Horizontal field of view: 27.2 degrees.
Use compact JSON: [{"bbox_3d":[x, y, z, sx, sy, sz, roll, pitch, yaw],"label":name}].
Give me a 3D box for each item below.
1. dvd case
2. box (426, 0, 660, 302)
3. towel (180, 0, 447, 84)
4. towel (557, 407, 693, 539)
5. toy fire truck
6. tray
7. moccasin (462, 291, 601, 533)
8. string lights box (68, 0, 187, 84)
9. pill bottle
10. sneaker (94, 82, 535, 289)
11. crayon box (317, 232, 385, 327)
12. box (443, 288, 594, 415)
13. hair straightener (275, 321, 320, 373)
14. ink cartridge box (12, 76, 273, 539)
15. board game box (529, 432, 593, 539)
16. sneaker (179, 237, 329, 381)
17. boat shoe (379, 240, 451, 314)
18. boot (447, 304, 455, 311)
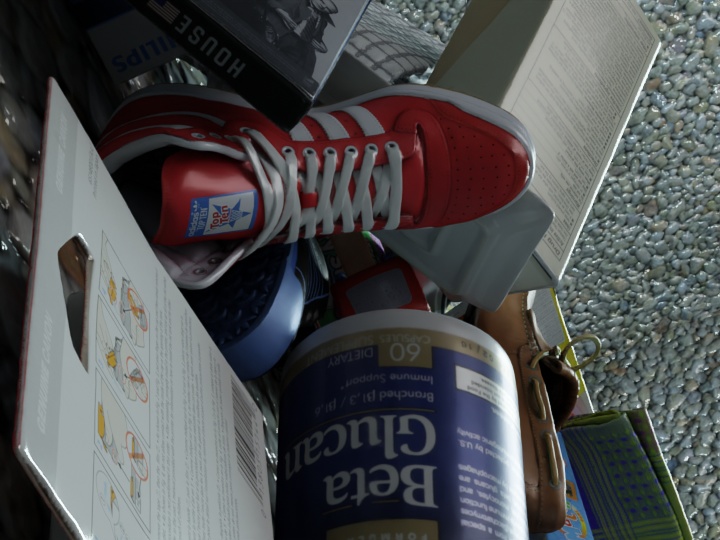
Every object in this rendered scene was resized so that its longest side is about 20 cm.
[{"bbox_3d":[-0.064,-0.153,0.676,0.150,0.025,0.200,39,27,-10],"label":"dvd case"},{"bbox_3d":[0.091,-0.087,0.840,0.095,0.078,0.200,50,50,-27],"label":"box"},{"bbox_3d":[-0.024,-0.129,0.924,0.165,0.086,0.200,36,16,17],"label":"towel"},{"bbox_3d":[0.104,0.163,0.906,0.023,0.199,0.144,-33,104,-54],"label":"towel"},{"bbox_3d":[0.000,0.000,0.861,0.200,0.049,0.141,95,-29,-85],"label":"toy fire truck"},{"bbox_3d":[-0.001,-0.057,0.748,0.200,0.022,0.107,38,-29,9],"label":"tray"},{"bbox_3d":[0.087,0.066,0.804,0.202,0.077,0.074,-79,176,-63],"label":"moccasin"},{"bbox_3d":[-0.142,-0.206,0.754,0.103,0.059,0.200,-95,160,-63],"label":"string lights box"},{"bbox_3d":[0.018,0.126,0.636,0.111,0.111,0.201,57,25,-47],"label":"pill bottle"},{"bbox_3d":[-0.024,-0.038,0.650,0.113,0.199,0.072,-74,165,-67],"label":"sneaker"},{"bbox_3d":[-0.013,-0.013,1.055,0.173,0.058,0.201,-45,111,-80],"label":"crayon box"},{"bbox_3d":[0.102,0.115,0.982,0.048,0.117,0.201,6,-58,56],"label":"box"},{"bbox_3d":[-0.025,0.049,0.869,0.077,0.041,0.201,51,17,-63],"label":"hair straightener"},{"bbox_3d":[-0.079,0.059,0.484,0.200,0.045,0.177,-102,167,-55],"label":"ink cartridge box"},{"bbox_3d":[0.076,0.194,0.794,0.036,0.152,0.200,21,23,-14],"label":"board game box"},{"bbox_3d":[-0.046,0.010,0.744,0.078,0.070,0.200,57,11,-25],"label":"sneaker"},{"bbox_3d":[0.056,-0.009,0.961,0.200,0.071,0.072,107,-41,-85],"label":"boat shoe"},{"bbox_3d":[0.101,0.137,1.323,0.200,0.073,0.156,66,4,-46],"label":"boot"}]
